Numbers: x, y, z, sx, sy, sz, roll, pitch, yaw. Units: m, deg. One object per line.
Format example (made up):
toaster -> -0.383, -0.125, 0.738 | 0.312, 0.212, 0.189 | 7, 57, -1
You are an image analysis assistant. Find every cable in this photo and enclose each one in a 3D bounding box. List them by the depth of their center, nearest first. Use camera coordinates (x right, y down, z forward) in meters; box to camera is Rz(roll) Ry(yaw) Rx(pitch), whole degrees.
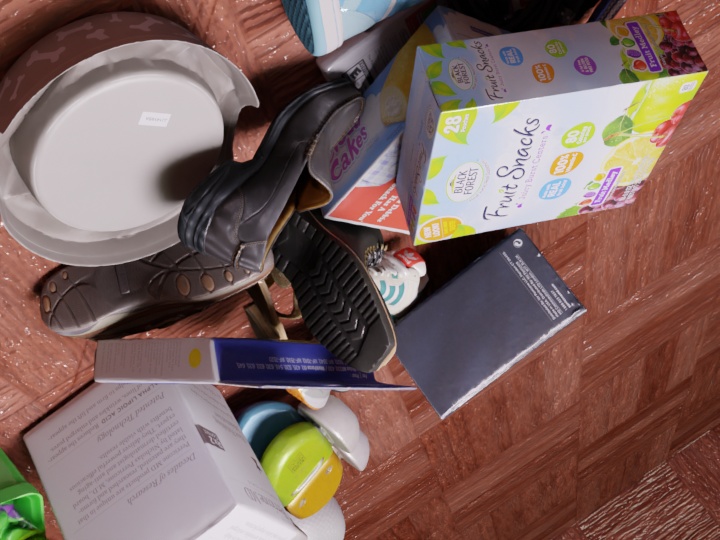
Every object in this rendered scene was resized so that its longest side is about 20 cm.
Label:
cable -> 0.148, -0.269, 0.703 | 0.162, 0.051, 0.201 | -14, 144, -29

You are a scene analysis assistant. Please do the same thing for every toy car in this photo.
toy car -> -0.093, 0.222, 1.061 | 0.175, 0.150, 0.200 | -48, 156, -14

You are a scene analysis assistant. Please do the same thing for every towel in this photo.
towel -> 0.214, -0.230, 0.768 | 0.145, 0.024, 0.200 | -54, 177, 18

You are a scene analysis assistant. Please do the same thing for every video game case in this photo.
video game case -> 0.069, -0.179, 0.800 | 0.182, 0.023, 0.200 | -36, 148, 1

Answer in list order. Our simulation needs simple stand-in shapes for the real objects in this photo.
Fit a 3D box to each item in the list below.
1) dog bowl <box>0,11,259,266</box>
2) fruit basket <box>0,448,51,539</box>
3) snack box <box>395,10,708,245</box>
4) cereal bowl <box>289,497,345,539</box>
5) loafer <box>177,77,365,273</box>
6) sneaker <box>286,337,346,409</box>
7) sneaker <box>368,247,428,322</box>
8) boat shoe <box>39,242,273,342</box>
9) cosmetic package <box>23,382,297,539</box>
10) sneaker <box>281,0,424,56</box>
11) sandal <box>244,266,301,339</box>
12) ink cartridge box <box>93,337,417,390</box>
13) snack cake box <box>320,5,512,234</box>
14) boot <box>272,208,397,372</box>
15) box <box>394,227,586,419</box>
dog bowl -> -0.172, -0.095, 0.641 | 0.199, 0.059, 0.201 | -26, 148, -18
fruit basket -> -0.352, 0.289, 0.845 | 0.155, 0.216, 0.216 | -16, 144, -29
snack box -> 0.135, -0.104, 0.680 | 0.198, 0.068, 0.169 | -10, 151, -9
cereal bowl -> -0.106, 0.449, 1.416 | 0.199, 0.084, 0.201 | -25, 149, -17
loafer -> -0.050, -0.072, 0.685 | 0.200, 0.072, 0.073 | -50, 165, -27
sneaker -> -0.037, 0.090, 0.992 | 0.092, 0.075, 0.200 | -58, 169, 11
sneaker -> 0.016, 0.001, 0.949 | 0.093, 0.070, 0.200 | -42, 153, 5
boat shoe -> -0.169, 0.011, 0.762 | 0.198, 0.076, 0.072 | -14, 157, 1
cosmetic package -> -0.198, 0.218, 0.894 | 0.165, 0.200, 0.165 | -36, 151, -1
sneaker -> 0.006, -0.245, 0.596 | 0.130, 0.080, 0.200 | -26, 157, -12
sandal -> -0.077, 0.018, 0.878 | 0.069, 0.078, 0.212 | -32, 157, -15
ink cartridge box -> -0.087, 0.078, 0.757 | 0.199, 0.047, 0.197 | -6, 170, 37
snack cake box -> 0.058, -0.117, 0.756 | 0.114, 0.068, 0.200 | 7, 144, -37
boot -> 0.000, 0.000, 0.804 | 0.138, 0.201, 0.078 | 3, 136, -51
box -> 0.144, 0.064, 1.051 | 0.198, 0.124, 0.200 | -38, 171, 3
